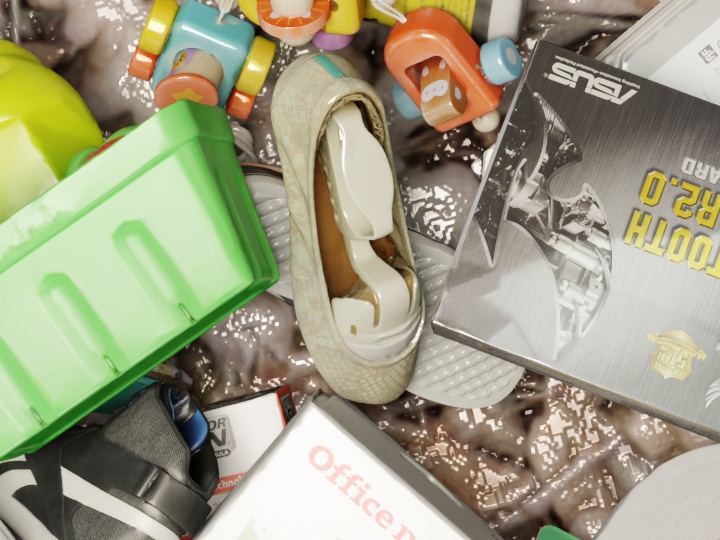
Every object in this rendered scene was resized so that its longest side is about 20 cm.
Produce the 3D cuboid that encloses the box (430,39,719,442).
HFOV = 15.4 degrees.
[{"bbox_3d":[0.154,-0.009,1.356,0.199,0.048,0.159,21,82,5],"label":"box"}]

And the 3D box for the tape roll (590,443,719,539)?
[{"bbox_3d":[0.202,0.192,1.360,0.199,0.066,0.202,3,68,-7],"label":"tape roll"}]

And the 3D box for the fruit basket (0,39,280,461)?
[{"bbox_3d":[-0.160,-0.033,1.304,0.214,0.155,0.217,0,91,7],"label":"fruit basket"}]

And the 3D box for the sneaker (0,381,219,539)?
[{"bbox_3d":[-0.136,0.096,1.372,0.112,0.200,0.073,-50,130,-5],"label":"sneaker"}]

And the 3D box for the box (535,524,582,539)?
[{"bbox_3d":[0.105,0.246,1.422,0.117,0.048,0.201,26,96,4],"label":"box"}]

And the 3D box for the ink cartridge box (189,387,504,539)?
[{"bbox_3d":[-0.030,0.181,1.353,0.144,0.085,0.200,40,93,2],"label":"ink cartridge box"}]

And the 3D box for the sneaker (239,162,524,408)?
[{"bbox_3d":[0.000,0.000,1.414,0.199,0.079,0.079,33,96,-21],"label":"sneaker"}]

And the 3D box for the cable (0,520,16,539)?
[{"bbox_3d":[-0.223,0.144,1.370,0.069,0.200,0.200,-39,66,-15],"label":"cable"}]

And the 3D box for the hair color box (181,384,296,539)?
[{"bbox_3d":[-0.063,0.171,1.428,0.101,0.061,0.201,-14,91,6],"label":"hair color box"}]

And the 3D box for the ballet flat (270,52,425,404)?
[{"bbox_3d":[-0.003,-0.011,1.325,0.067,0.062,0.201,-26,119,-21],"label":"ballet flat"}]

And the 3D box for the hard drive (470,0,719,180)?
[{"bbox_3d":[0.176,-0.068,1.409,0.200,0.038,0.140,-39,88,6],"label":"hard drive"}]

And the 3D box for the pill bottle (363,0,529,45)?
[{"bbox_3d":[-0.004,-0.188,1.384,0.199,0.111,0.112,13,93,5],"label":"pill bottle"}]

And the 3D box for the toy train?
[{"bbox_3d":[-0.027,-0.096,1.362,0.199,0.056,0.150,-17,126,29],"label":"toy train"}]

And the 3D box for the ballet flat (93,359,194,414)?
[{"bbox_3d":[-0.188,0.039,1.436,0.199,0.072,0.073,0,92,5],"label":"ballet flat"}]
